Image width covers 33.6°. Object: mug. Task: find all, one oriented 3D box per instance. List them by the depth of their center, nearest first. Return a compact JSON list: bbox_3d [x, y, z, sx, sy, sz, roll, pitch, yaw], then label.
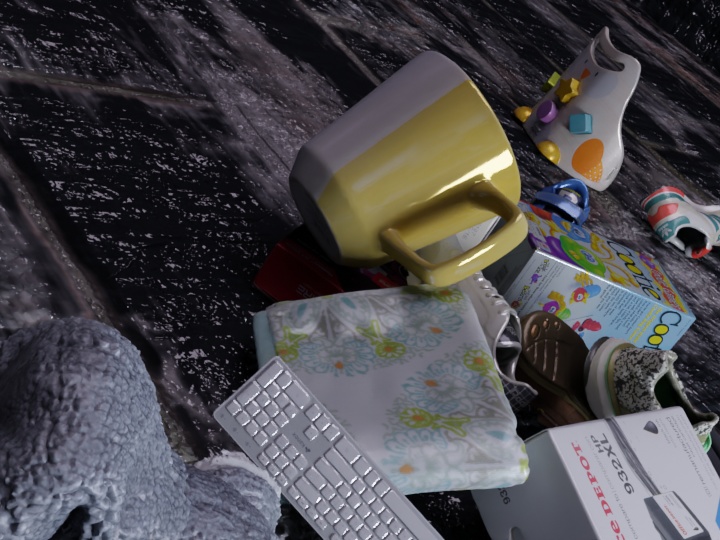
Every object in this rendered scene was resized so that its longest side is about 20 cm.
[{"bbox_3d":[0.032,-0.076,0.955,0.150,0.153,0.187,63,-12,-16],"label":"mug"}]

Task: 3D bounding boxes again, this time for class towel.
[{"bbox_3d":[0.013,0.082,0.845,0.171,0.048,0.200,-6,35,-5],"label":"towel"}]

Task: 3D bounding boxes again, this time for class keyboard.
[{"bbox_3d":[-0.006,0.145,0.750,0.200,0.056,0.011,48,-9,0],"label":"keyboard"}]

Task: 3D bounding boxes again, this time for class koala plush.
[{"bbox_3d":[-0.114,0.133,0.582,0.200,0.184,0.178,34,23,-25],"label":"koala plush"}]

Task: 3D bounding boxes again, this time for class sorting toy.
[{"bbox_3d":[0.323,-0.250,1.705,0.107,0.180,0.200,18,29,-29],"label":"sorting toy"}]

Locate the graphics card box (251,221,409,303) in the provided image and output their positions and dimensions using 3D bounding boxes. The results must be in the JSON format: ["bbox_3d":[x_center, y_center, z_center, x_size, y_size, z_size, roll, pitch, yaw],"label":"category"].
[{"bbox_3d":[0.000,0.000,1.055,0.125,0.051,0.200,36,25,5],"label":"graphics card box"}]

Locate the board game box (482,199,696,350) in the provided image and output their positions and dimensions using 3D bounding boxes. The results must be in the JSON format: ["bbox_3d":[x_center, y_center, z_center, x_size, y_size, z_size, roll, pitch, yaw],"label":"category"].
[{"bbox_3d":[0.214,0.024,1.195,0.200,0.105,0.103,22,27,-23],"label":"board game box"}]

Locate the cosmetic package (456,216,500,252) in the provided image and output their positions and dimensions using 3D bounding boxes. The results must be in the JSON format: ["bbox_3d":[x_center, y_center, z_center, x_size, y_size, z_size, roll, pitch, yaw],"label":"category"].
[{"bbox_3d":[0.064,-0.082,1.167,0.103,0.073,0.200,33,6,-13],"label":"cosmetic package"}]

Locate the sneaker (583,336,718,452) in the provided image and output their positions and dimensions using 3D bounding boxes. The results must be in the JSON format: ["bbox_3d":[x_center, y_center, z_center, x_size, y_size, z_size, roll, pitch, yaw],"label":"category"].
[{"bbox_3d":[0.261,0.144,0.993,0.077,0.088,0.200,-41,109,-34],"label":"sneaker"}]

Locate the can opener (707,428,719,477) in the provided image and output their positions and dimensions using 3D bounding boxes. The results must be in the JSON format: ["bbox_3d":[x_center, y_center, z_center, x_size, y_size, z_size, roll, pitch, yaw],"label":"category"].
[{"bbox_3d":[0.351,0.193,1.100,0.053,0.067,0.200,19,30,-29],"label":"can opener"}]

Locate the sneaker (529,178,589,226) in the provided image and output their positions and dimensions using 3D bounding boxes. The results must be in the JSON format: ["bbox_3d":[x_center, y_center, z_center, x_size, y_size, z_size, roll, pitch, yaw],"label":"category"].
[{"bbox_3d":[0.211,-0.053,1.350,0.074,0.082,0.200,37,28,4],"label":"sneaker"}]

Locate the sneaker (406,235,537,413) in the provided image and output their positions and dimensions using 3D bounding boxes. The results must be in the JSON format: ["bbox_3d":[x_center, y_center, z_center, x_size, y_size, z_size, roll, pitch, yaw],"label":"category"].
[{"bbox_3d":[0.092,0.036,0.997,0.076,0.080,0.201,29,41,-50],"label":"sneaker"}]

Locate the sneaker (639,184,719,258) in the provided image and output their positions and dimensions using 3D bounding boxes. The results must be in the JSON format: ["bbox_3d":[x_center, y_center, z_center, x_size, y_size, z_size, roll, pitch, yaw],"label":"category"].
[{"bbox_3d":[0.481,-0.050,1.689,0.199,0.070,0.094,17,48,-34],"label":"sneaker"}]

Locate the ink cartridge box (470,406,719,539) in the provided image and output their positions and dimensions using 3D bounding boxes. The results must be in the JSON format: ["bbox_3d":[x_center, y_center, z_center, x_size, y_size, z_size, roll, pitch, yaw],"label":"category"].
[{"bbox_3d":[0.191,0.186,0.870,0.200,0.084,0.145,1,59,-48],"label":"ink cartridge box"}]

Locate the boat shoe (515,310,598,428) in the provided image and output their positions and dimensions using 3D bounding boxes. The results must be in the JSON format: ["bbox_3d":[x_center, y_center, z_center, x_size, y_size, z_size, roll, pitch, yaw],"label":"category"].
[{"bbox_3d":[0.190,0.112,1.048,0.200,0.067,0.072,42,56,-19],"label":"boat shoe"}]
